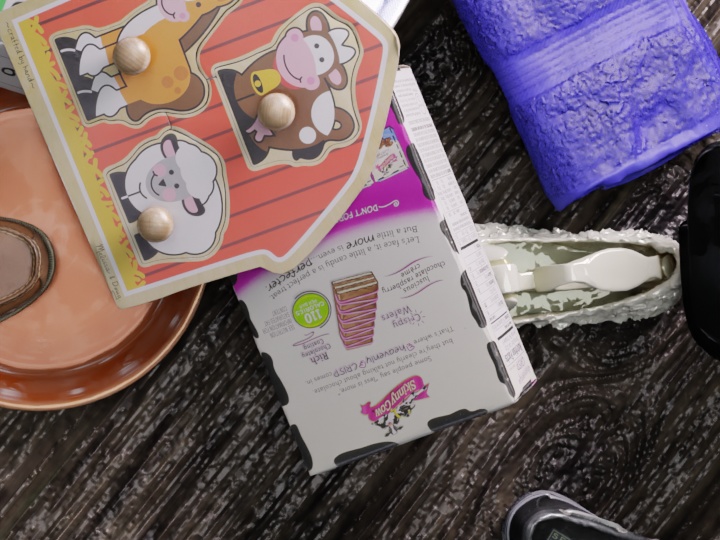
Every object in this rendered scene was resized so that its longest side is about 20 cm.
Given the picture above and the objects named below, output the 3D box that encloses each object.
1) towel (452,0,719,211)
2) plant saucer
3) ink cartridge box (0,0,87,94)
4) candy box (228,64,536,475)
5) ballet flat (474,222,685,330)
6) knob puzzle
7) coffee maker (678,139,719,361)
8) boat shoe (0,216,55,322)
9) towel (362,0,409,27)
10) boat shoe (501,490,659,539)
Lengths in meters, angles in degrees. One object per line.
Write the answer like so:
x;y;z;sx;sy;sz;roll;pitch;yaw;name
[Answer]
0.137;-0.153;0.971;0.147;0.050;0.201;-29;93;-23;towel
-0.187;-0.019;0.951;0.199;0.032;0.201;0;88;-8;plant saucer
-0.171;-0.154;0.928;0.199;0.050;0.109;17;62;-6;ink cartridge box
0.000;0.000;0.934;0.136;0.061;0.201;-21;91;21;candy box
0.104;0.002;0.971;0.199;0.072;0.072;-6;89;-7;ballet flat
-0.074;-0.089;0.870;0.219;0.030;0.221;0;103;2;knob puzzle
0.299;0.000;0.937;0.199;0.135;0.193;-15;84;-25;coffee maker
-0.269;0.007;0.890;0.199;0.068;0.072;-8;88;-7;boat shoe
-0.048;-0.217;0.957;0.200;0.024;0.147;30;68;-7;towel
0.180;0.194;0.974;0.199;0.068;0.074;35;85;-5;boat shoe
